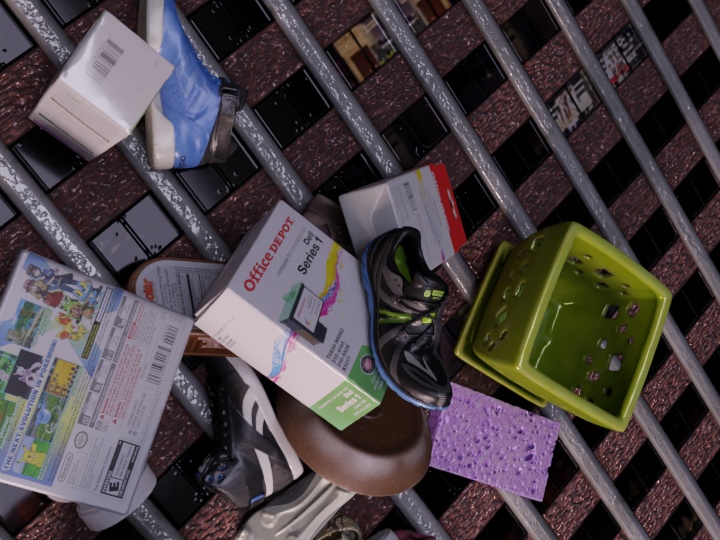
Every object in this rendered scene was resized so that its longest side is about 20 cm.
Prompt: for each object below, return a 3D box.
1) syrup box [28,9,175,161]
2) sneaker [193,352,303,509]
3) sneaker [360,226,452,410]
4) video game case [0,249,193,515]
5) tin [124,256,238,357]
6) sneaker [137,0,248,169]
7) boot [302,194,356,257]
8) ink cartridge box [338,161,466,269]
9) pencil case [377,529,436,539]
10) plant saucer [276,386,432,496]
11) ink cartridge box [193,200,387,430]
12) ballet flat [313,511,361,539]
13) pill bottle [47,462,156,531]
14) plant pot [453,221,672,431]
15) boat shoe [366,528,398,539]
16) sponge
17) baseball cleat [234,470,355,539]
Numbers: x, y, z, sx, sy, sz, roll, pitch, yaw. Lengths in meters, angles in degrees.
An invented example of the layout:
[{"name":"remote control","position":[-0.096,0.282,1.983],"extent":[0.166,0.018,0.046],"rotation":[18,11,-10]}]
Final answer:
[{"name":"syrup box","position":[-0.258,-0.172,0.853],"extent":[0.081,0.199,0.079],"rotation":[37,73,-23]},{"name":"sneaker","position":[-0.151,0.179,0.976],"extent":[0.111,0.073,0.202],"rotation":[-35,105,-24]},{"name":"sneaker","position":[0.053,0.045,0.897],"extent":[0.070,0.083,0.202],"rotation":[6,61,-37]},{"name":"video game case","position":[-0.270,0.108,0.823],"extent":[0.181,0.022,0.202],"rotation":[26,73,-29]},{"name":"tin","position":[-0.161,0.038,0.960],"extent":[0.198,0.042,0.113],"rotation":[5,44,-28]},{"name":"sneaker","position":[-0.182,-0.215,0.961],"extent":[0.110,0.077,0.203],"rotation":[-6,96,-22]},{"name":"boot","position":[0.000,0.000,1.066],"extent":[0.199,0.070,0.148],"rotation":[25,69,-33]},{"name":"ink cartridge box","position":[0.058,-0.059,1.062],"extent":[0.200,0.067,0.118],"rotation":[-29,103,-62]},{"name":"pencil case","position":[0.051,0.425,1.075],"extent":[0.085,0.083,0.203],"rotation":[4,88,-20]},{"name":"plant saucer","position":[0.001,0.163,1.005],"extent":[0.198,0.037,0.202],"rotation":[20,38,-16]},{"name":"ink cartridge box","position":[-0.054,0.046,0.930],"extent":[0.199,0.084,0.146],"rotation":[38,46,-12]},{"name":"ballet flat","position":[-0.076,0.358,1.012],"extent":[0.199,0.075,0.068],"rotation":[-39,104,-22]},{"name":"pill bottle","position":[-0.295,0.158,0.880],"extent":[0.108,0.108,0.201],"rotation":[-38,106,-23]},{"name":"plant pot","position":[0.248,0.071,1.128],"extent":[0.199,0.181,0.201],"rotation":[31,75,-23]},{"name":"boat shoe","position":[-0.020,0.390,1.024],"extent":[0.062,0.072,0.200],"rotation":[45,91,3]},{"name":"sponge","position":[0.176,0.230,1.173],"extent":[0.198,0.030,0.113],"rotation":[23,79,-26]},{"name":"baseball cleat","position":[-0.059,0.279,1.026],"extent":[0.199,0.106,0.070],"rotation":[-38,78,5]}]
